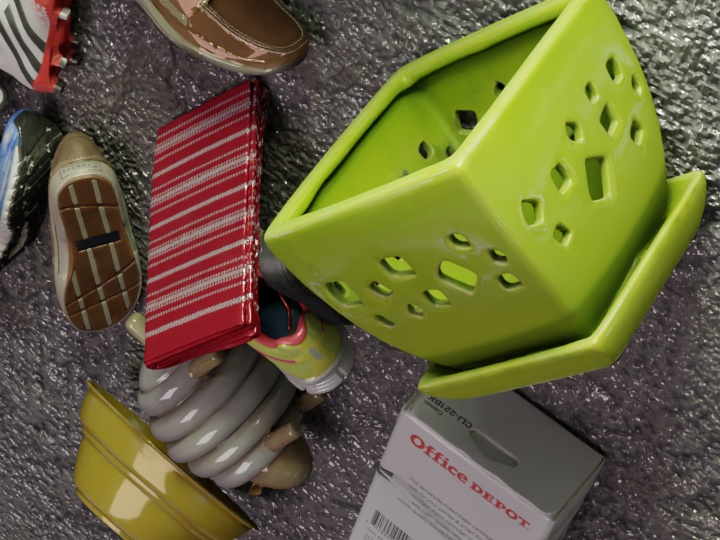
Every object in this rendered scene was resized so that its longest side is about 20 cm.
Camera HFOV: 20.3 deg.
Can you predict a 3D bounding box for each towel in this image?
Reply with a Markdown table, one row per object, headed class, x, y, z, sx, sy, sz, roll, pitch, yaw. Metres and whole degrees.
| class | x | y | z | sx | sy | sz | roll | pitch | yaw |
| --- | --- | --- | --- | --- | --- | --- | --- | --- | --- |
| towel | -0.117 | -0.032 | 1.524 | 0.022 | 0.201 | 0.144 | 14 | 158 | -35 |

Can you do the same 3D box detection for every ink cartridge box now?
| class | x | y | z | sx | sy | sz | roll | pitch | yaw |
| --- | --- | --- | --- | --- | --- | --- | --- | --- | --- |
| ink cartridge box | 0.087 | 0.182 | 1.578 | 0.144 | 0.084 | 0.200 | 36 | 141 | 14 |

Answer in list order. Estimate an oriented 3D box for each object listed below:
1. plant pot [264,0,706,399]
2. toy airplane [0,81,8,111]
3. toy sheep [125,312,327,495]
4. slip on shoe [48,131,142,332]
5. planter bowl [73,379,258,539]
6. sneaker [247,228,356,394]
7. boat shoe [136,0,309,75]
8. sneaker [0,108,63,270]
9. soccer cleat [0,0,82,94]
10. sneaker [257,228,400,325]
| class | x | y | z | sx | sy | sz | roll | pitch | yaw |
| --- | --- | --- | --- | --- | --- | --- | --- | --- | --- |
| plant pot | 0.093 | -0.036 | 1.298 | 0.199 | 0.200 | 0.182 | -19 | 117 | 49 |
| toy airplane | -0.389 | -0.193 | 1.631 | 0.200 | 0.141 | 0.200 | 56 | 164 | 22 |
| toy sheep | -0.115 | 0.104 | 1.660 | 0.200 | 0.138 | 0.138 | 48 | 142 | -9 |
| slip on shoe | -0.230 | -0.031 | 1.704 | 0.201 | 0.076 | 0.061 | 85 | 167 | -49 |
| planter bowl | -0.190 | 0.191 | 1.762 | 0.200 | 0.084 | 0.200 | 41 | 176 | 4 |
| sneaker | -0.086 | 0.008 | 1.548 | 0.200 | 0.078 | 0.090 | 39 | 177 | 28 |
| boat shoe | -0.119 | -0.212 | 1.430 | 0.200 | 0.076 | 0.072 | 35 | 138 | 11 |
| sneaker | -0.314 | -0.076 | 1.721 | 0.089 | 0.079 | 0.200 | 40 | 141 | 4 |
| soccer cleat | -0.254 | -0.216 | 1.546 | 0.085 | 0.069 | 0.200 | 21 | 143 | 3 |
| sneaker | 0.000 | -0.003 | 1.454 | 0.104 | 0.200 | 0.060 | -7 | 75 | 26 |
